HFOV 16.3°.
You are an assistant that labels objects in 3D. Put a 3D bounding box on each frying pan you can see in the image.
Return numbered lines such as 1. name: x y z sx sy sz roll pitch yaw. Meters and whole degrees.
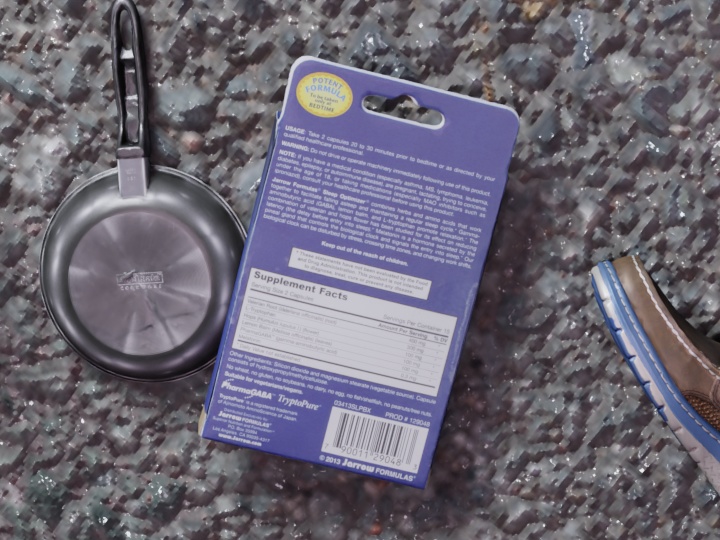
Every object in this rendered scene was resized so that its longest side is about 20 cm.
1. frying pan: -0.099 -0.031 1.281 0.114 0.031 0.191 19 105 2

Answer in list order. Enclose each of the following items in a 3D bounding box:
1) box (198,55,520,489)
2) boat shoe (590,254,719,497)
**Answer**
1. box: 0.000 0.000 1.262 0.120 0.032 0.202 14 103 -5
2. boat shoe: 0.189 0.065 1.244 0.072 0.072 0.200 -35 104 7
